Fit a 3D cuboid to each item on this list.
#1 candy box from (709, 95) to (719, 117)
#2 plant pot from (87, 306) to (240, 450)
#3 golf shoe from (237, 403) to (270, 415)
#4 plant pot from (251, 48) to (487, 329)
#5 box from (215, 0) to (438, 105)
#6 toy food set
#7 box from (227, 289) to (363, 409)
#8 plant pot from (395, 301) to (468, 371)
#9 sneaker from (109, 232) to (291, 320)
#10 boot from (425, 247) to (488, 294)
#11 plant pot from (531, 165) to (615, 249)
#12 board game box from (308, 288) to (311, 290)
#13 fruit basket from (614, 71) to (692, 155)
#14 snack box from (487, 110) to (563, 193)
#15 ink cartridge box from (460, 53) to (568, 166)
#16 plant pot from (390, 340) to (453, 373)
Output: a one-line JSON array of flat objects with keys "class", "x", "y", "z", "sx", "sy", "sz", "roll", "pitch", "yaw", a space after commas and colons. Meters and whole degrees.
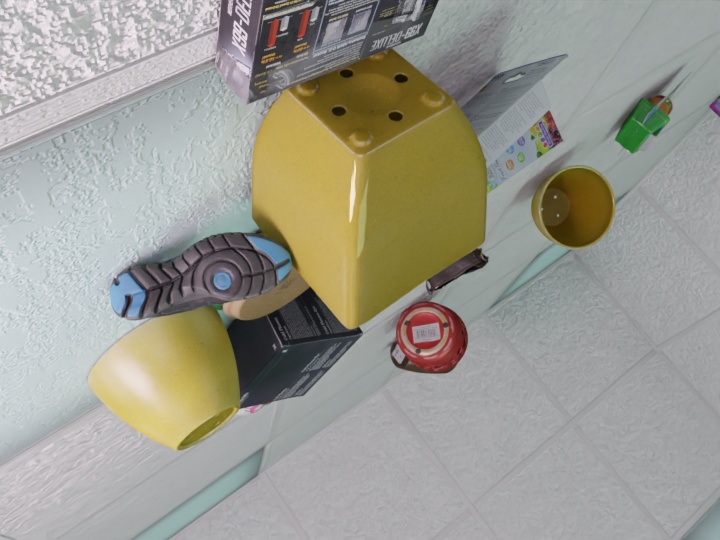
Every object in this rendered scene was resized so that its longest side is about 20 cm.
[{"class": "candy box", "x": 1.384, "y": -0.619, "z": 2.501, "sx": 0.061, "sy": 0.136, "sz": 0.200, "roll": -30, "pitch": 164, "yaw": -29}, {"class": "plant pot", "x": -0.247, "y": 0.160, "z": 0.959, "sx": 0.200, "sy": 0.142, "sz": 0.200, "roll": -36, "pitch": 165, "yaw": -11}, {"class": "golf shoe", "x": -0.242, "y": 0.272, "z": 1.452, "sx": 0.092, "sy": 0.073, "sz": 0.200, "roll": -34, "pitch": 165, "yaw": -9}, {"class": "plant pot", "x": 0.007, "y": -0.103, "z": 0.700, "sx": 0.195, "sy": 0.194, "sz": 0.200, "roll": -33, "pitch": 151, "yaw": -20}, {"class": "box", "x": -0.010, "y": -0.227, "z": 0.534, "sx": 0.200, "sy": 0.050, "sz": 0.158, "roll": -30, "pitch": 164, "yaw": -27}, {"class": "toy food set", "x": -0.117, "y": 0.003, "z": 0.978, "sx": 0.200, "sy": 0.049, "sz": 0.198, "roll": -25, "pitch": 161, "yaw": -42}, {"class": "box", "x": -0.132, "y": 0.131, "z": 1.163, "sx": 0.182, "sy": 0.104, "sz": 0.200, "roll": -3, "pitch": 144, "yaw": -48}, {"class": "plant pot", "x": 0.205, "y": 0.186, "z": 2.032, "sx": 0.200, "sy": 0.201, "sz": 0.182, "roll": -39, "pitch": 157, "yaw": 3}, {"class": "sneaker", "x": -0.168, "y": 0.004, "z": 0.760, "sx": 0.200, "sy": 0.073, "sz": 0.082, "roll": -11, "pitch": 178, "yaw": 9}, {"class": "boot", "x": 0.147, "y": -0.075, "z": 1.121, "sx": 0.200, "sy": 0.174, "sz": 0.069, "roll": -37, "pitch": 165, "yaw": -4}, {"class": "plant pot", "x": 0.506, "y": -0.158, "z": 1.733, "sx": 0.200, "sy": 0.200, "sz": 0.142, "roll": -36, "pitch": -168, "yaw": -7}, {"class": "board game box", "x": -0.043, "y": 0.006, "z": 1.220, "sx": 0.200, "sy": 0.023, "sz": 0.105, "roll": -42, "pitch": 167, "yaw": 16}, {"class": "fruit basket", "x": 0.750, "y": -0.393, "z": 1.764, "sx": 0.200, "sy": 0.094, "sz": 0.185, "roll": -37, "pitch": 166, "yaw": -18}, {"class": "snack box", "x": 0.165, "y": -0.157, "z": 0.983, "sx": 0.142, "sy": 0.053, "sz": 0.200, "roll": -36, "pitch": -165, "yaw": -19}, {"class": "ink cartridge box", "x": 0.151, "y": -0.180, "z": 0.875, "sx": 0.200, "sy": 0.043, "sz": 0.196, "roll": -41, "pitch": -165, "yaw": -4}, {"class": "plant pot", "x": 0.203, "y": 0.272, "z": 2.359, "sx": 0.200, "sy": 0.187, "sz": 0.187, "roll": -5, "pitch": 146, "yaw": -40}]
